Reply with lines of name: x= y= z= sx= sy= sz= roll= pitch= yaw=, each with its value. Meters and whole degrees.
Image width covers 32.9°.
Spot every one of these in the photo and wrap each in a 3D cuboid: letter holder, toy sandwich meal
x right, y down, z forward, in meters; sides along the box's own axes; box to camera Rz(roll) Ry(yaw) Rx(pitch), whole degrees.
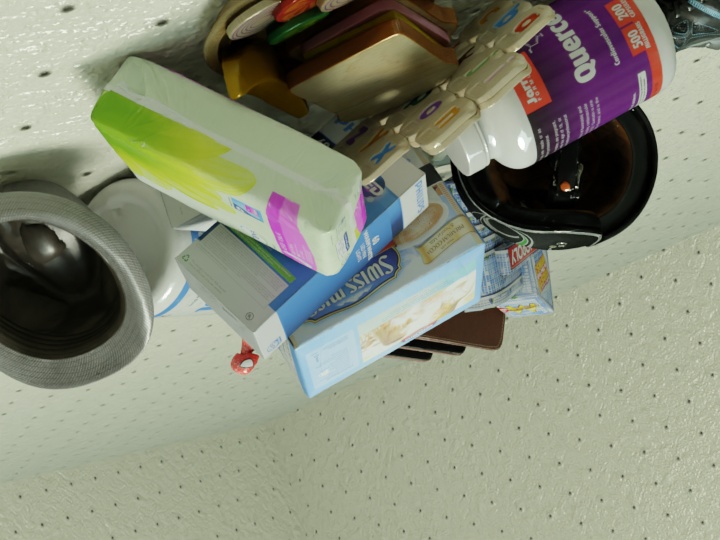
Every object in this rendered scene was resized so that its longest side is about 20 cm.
letter holder: x=0.102 y=0.008 z=1.537 sx=0.141 sy=0.202 sz=0.101 roll=9 pitch=159 yaw=-20
toy sandwich meal: x=-0.018 y=-0.165 z=0.893 sx=0.204 sy=0.071 sz=0.205 roll=-19 pitch=170 yaw=-4

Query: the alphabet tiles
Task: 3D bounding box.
alphabet tiles: x=0.061 y=-0.142 z=0.963 sx=0.195 sy=0.015 sz=0.200 roll=-43 pitch=-159 yaw=-1

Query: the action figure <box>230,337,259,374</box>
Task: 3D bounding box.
action figure: x=-0.062 y=0.027 z=1.239 sx=0.200 sy=0.052 sz=0.065 roll=-47 pitch=165 yaw=-10

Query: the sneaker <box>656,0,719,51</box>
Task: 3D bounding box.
sneaker: x=0.286 y=-0.237 z=1.134 sx=0.198 sy=0.074 sz=0.082 roll=-19 pitch=148 yaw=-10

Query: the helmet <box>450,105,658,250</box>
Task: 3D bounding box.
helmet: x=0.190 y=-0.111 z=1.211 sx=0.199 sy=0.201 sz=0.190 roll=-23 pitch=175 yaw=19

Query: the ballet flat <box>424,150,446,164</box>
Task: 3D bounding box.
ballet flat: x=0.058 y=-0.136 z=1.167 sx=0.067 sy=0.076 sz=0.200 roll=-16 pitch=169 yaw=-23

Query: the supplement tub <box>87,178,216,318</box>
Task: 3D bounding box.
supplement tub: x=-0.168 y=-0.021 z=1.197 sx=0.131 sy=0.133 sz=0.199 roll=-25 pitch=168 yaw=29

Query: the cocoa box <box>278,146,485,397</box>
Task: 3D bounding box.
cocoa box: x=0.000 y=0.000 z=1.133 sx=0.199 sy=0.132 sz=0.134 roll=-29 pitch=156 yaw=-9

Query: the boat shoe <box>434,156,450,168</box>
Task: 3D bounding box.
boat shoe: x=0.137 y=-0.139 z=1.329 sx=0.199 sy=0.062 sz=0.073 roll=-21 pitch=169 yaw=8

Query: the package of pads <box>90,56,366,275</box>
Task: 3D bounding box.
package of pads: x=-0.092 y=-0.076 z=0.933 sx=0.069 sy=0.199 sz=0.155 roll=-62 pitch=173 yaw=-9

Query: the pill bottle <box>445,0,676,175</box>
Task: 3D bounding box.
pill bottle: x=0.159 y=-0.162 z=1.035 sx=0.199 sy=0.113 sz=0.112 roll=-29 pitch=171 yaw=-6

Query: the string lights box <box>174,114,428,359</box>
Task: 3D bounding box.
string lights box: x=-0.047 y=-0.034 z=1.036 sx=0.200 sy=0.103 sz=0.059 roll=-42 pitch=156 yaw=-15

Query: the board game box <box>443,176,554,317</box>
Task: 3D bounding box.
board game box: x=0.171 y=-0.029 z=1.437 sx=0.061 sy=0.202 sz=0.200 roll=-8 pitch=-168 yaw=26

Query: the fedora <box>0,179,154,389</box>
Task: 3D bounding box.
fedora: x=-0.273 y=-0.001 z=1.063 sx=0.176 sy=0.091 sz=0.200 roll=-28 pitch=125 yaw=13

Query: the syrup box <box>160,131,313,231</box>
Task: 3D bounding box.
syrup box: x=-0.099 y=-0.084 z=1.134 sx=0.081 sy=0.079 sz=0.200 roll=-25 pitch=168 yaw=26
